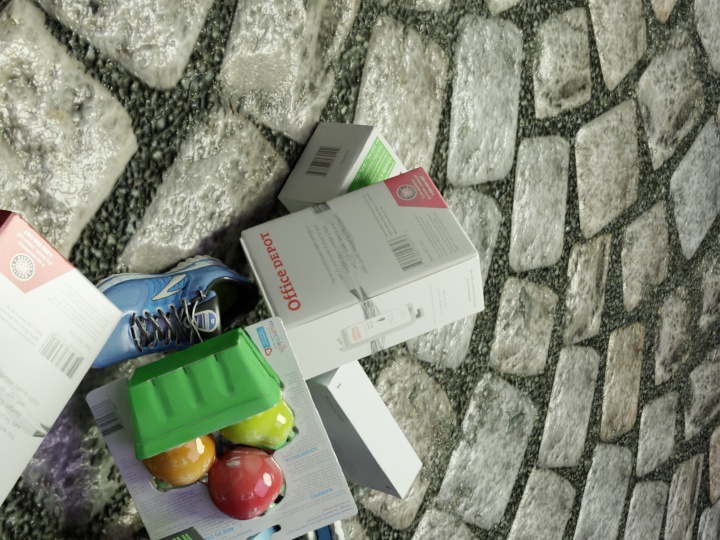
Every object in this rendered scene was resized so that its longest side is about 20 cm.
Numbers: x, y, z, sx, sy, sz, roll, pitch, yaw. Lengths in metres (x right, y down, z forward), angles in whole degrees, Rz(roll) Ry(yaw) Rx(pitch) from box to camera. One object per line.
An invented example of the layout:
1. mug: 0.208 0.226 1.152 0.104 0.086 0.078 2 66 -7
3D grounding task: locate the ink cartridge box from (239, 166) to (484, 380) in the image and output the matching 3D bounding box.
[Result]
1. ink cartridge box: 0.000 0.000 1.094 0.198 0.147 0.083 -21 136 -8

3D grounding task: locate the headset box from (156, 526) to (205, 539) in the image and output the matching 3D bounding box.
1. headset box: -0.199 0.331 0.946 0.199 0.093 0.175 -12 128 -43

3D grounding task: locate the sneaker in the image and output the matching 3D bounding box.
1. sneaker: -0.174 0.038 1.034 0.199 0.089 0.079 -26 118 -43

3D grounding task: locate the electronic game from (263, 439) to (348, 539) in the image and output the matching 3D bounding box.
1. electronic game: -0.072 0.266 1.134 0.041 0.199 0.202 -8 106 -33

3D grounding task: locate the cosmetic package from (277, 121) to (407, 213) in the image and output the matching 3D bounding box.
1. cosmetic package: 0.009 -0.059 1.240 0.200 0.084 0.108 47 62 -44

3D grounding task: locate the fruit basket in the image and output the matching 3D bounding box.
1. fruit basket: -0.121 0.161 1.008 0.184 0.094 0.201 -22 109 0

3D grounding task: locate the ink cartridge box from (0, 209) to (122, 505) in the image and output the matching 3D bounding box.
1. ink cartridge box: -0.303 0.070 0.886 0.201 0.082 0.147 -60 138 -22

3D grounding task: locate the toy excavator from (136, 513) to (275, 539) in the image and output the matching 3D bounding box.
1. toy excavator: -0.137 0.323 1.131 0.100 0.194 0.201 -30 94 -43

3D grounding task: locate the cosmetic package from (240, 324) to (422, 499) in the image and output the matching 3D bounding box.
1. cosmetic package: -0.039 0.148 1.180 0.052 0.150 0.201 -54 136 -26
